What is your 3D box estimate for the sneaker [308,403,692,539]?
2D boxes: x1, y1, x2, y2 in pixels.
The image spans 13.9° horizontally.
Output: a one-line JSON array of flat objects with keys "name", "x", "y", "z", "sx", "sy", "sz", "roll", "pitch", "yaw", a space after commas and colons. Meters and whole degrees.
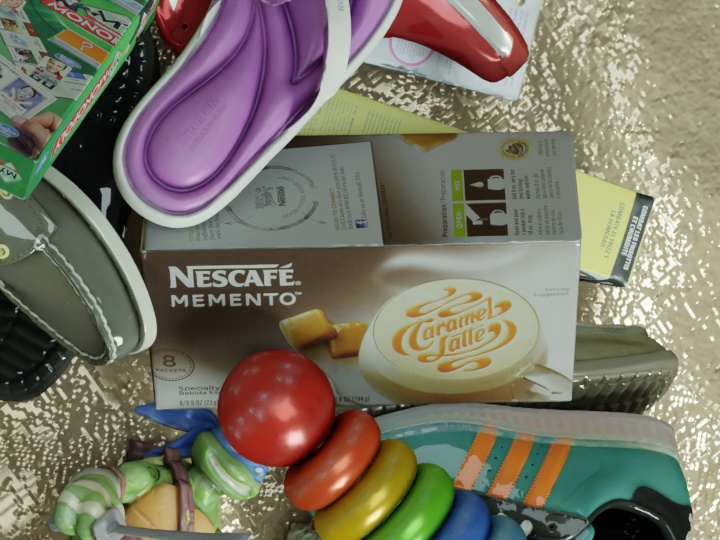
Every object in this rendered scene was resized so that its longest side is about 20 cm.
[{"name": "sneaker", "x": 0.069, "y": 0.115, "z": 1.430, "sx": 0.200, "sy": 0.071, "sz": 0.080, "roll": -1, "pitch": 53, "yaw": -16}]

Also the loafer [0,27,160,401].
[{"name": "loafer", "x": -0.136, "y": -0.031, "z": 1.400, "sx": 0.073, "sy": 0.071, "sz": 0.200, "roll": 25, "pitch": 102, "yaw": 7}]

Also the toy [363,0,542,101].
[{"name": "toy", "x": -0.008, "y": -0.163, "z": 1.449, "sx": 0.200, "sy": 0.047, "sz": 0.115, "roll": 13, "pitch": 93, "yaw": -14}]

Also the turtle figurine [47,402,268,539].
[{"name": "turtle figurine", "x": -0.109, "y": 0.165, "z": 1.370, "sx": 0.194, "sy": 0.200, "sz": 0.144, "roll": -40, "pitch": 150, "yaw": 7}]

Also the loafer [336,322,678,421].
[{"name": "loafer", "x": 0.063, "y": 0.046, "z": 1.467, "sx": 0.200, "sy": 0.076, "sz": 0.068, "roll": -4, "pitch": 58, "yaw": -21}]

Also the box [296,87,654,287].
[{"name": "box", "x": 0.039, "y": -0.045, "z": 1.458, "sx": 0.200, "sy": 0.075, "sz": 0.050, "roll": 19, "pitch": 87, "yaw": -20}]

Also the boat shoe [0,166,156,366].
[{"name": "boat shoe", "x": -0.174, "y": -0.031, "z": 1.324, "sx": 0.202, "sy": 0.072, "sz": 0.060, "roll": 50, "pitch": 50, "yaw": -3}]

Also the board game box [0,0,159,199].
[{"name": "board game box", "x": -0.203, "y": -0.124, "z": 1.298, "sx": 0.200, "sy": 0.029, "sz": 0.135, "roll": 26, "pitch": 47, "yaw": 4}]

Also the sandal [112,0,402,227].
[{"name": "sandal", "x": -0.036, "y": -0.106, "z": 1.323, "sx": 0.082, "sy": 0.050, "sz": 0.203, "roll": 31, "pitch": 83, "yaw": -3}]

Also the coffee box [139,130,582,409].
[{"name": "coffee box", "x": 0.000, "y": 0.000, "z": 1.387, "sx": 0.200, "sy": 0.080, "sz": 0.114, "roll": -1, "pitch": 136, "yaw": -1}]

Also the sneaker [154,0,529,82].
[{"name": "sneaker", "x": -0.026, "y": -0.128, "z": 1.395, "sx": 0.200, "sy": 0.078, "sz": 0.116, "roll": 39, "pitch": 94, "yaw": -1}]

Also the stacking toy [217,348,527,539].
[{"name": "stacking toy", "x": 0.012, "y": 0.115, "z": 1.361, "sx": 0.200, "sy": 0.085, "sz": 0.085, "roll": 42, "pitch": 80, "yaw": -11}]

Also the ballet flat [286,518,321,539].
[{"name": "ballet flat", "x": 0.054, "y": 0.155, "z": 1.481, "sx": 0.200, "sy": 0.064, "sz": 0.076, "roll": -3, "pitch": 96, "yaw": -19}]
